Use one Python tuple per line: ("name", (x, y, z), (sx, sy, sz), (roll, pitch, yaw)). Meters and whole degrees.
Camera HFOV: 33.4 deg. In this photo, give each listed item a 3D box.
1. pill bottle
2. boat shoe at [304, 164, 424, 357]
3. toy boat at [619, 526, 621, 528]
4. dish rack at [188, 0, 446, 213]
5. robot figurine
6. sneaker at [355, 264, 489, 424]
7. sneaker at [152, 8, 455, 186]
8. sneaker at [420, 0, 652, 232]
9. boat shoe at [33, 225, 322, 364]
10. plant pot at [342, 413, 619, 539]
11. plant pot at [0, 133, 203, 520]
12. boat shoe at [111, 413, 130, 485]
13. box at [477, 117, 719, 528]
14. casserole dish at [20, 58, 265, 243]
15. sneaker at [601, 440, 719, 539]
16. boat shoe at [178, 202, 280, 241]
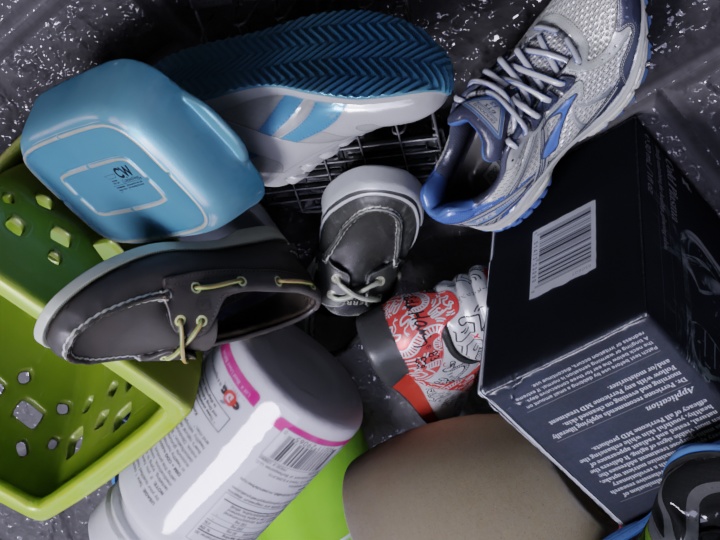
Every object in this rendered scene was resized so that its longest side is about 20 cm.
("pill bottle", (-0.100, 0.137, 0.858), (0.113, 0.113, 0.200), (35, 109, -20))
("boat shoe", (0.000, 0.000, 0.837), (0.071, 0.064, 0.200), (7, 150, -8))
("toy boat", (0.261, 0.168, 0.914), (0.200, 0.130, 0.131), (-31, 91, 32))
("dish rack", (-0.020, -0.125, 0.778), (0.153, 0.055, 0.200), (-4, 132, 15))
("robot figurine", (-0.049, 0.163, 0.989), (0.175, 0.116, 0.200), (-1, 130, 18))
("sneaker", (0.079, 0.057, 0.874), (0.108, 0.067, 0.201), (-24, 155, 11))
("sneaker", (-0.035, -0.099, 0.724), (0.200, 0.077, 0.081), (-4, 139, 24))
("sneaker", (0.102, -0.099, 0.732), (0.077, 0.085, 0.200), (47, 126, 27))
("boat shoe", (-0.106, 0.022, 0.749), (0.061, 0.201, 0.072), (47, 130, 22))
("plant pot", (0.103, 0.180, 0.852), (0.134, 0.200, 0.200), (-38, 116, 17))
("plant pot", (-0.230, 0.028, 0.860), (0.200, 0.182, 0.199), (38, 127, -22))
("boat shoe", (-0.166, 0.134, 1.016), (0.069, 0.084, 0.200), (27, 147, 11))
("box", (0.188, 0.045, 0.789), (0.124, 0.200, 0.197), (-29, 121, 30))
("casserole dish", (-0.142, -0.063, 0.732), (0.121, 0.039, 0.200), (46, 151, -25))
("sneaker", (0.191, 0.172, 0.709), (0.071, 0.083, 0.200), (21, 131, -9))
("boat shoe", (-0.114, -0.062, 0.837), (0.070, 0.066, 0.200), (-26, 126, 25))
